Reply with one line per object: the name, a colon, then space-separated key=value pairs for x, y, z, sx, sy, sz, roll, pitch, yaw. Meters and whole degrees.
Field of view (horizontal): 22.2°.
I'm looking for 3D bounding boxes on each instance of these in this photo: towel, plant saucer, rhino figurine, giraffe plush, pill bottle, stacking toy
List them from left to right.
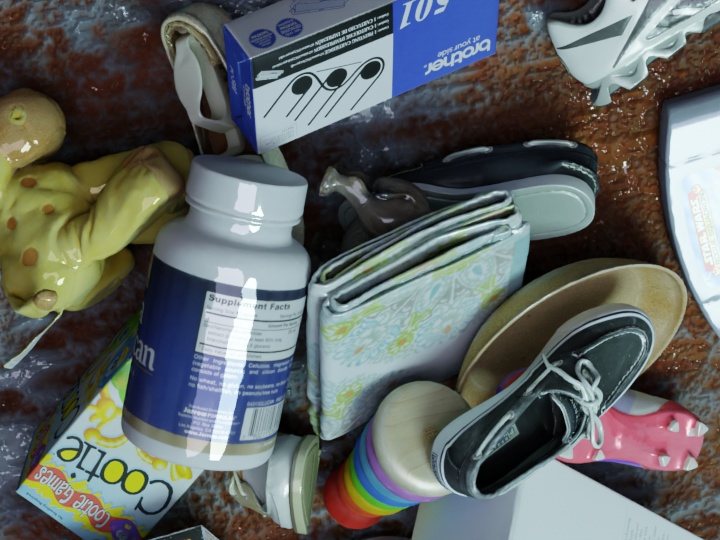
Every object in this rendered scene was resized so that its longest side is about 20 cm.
giraffe plush: x=-0.234 y=-0.056 z=1.318 sx=0.162 sy=0.173 sz=0.200 roll=46 pitch=72 yaw=3
pill bottle: x=-0.096 y=0.027 z=1.271 sx=0.110 sy=0.111 sz=0.201 roll=11 pitch=102 yaw=-6
rhino figurine: x=0.000 y=0.000 z=1.372 sx=0.087 sy=0.060 sz=0.201 roll=21 pitch=138 yaw=4
stacking toy: x=0.018 y=0.154 z=1.400 sx=0.085 sy=0.086 sz=0.200 roll=24 pitch=152 yaw=-10
towel: x=0.038 y=0.032 z=1.338 sx=0.170 sy=0.048 sz=0.200 roll=-25 pitch=150 yaw=-16
plant saucer: x=0.152 y=0.053 z=1.390 sx=0.199 sy=0.036 sz=0.201 roll=-21 pitch=146 yaw=-15

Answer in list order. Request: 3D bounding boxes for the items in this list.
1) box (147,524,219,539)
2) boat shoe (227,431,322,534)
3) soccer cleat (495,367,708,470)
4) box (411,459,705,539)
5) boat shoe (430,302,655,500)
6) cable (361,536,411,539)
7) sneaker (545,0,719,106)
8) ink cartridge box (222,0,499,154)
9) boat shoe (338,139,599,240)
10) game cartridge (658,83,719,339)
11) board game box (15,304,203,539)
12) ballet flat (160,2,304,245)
box: x=-0.158 y=0.254 z=1.429 sx=0.136 sy=0.200 sz=0.040 roll=-16 pitch=68 yaw=4
boat shoe: x=-0.067 y=0.155 z=1.381 sx=0.068 sy=0.200 sz=0.075 roll=9 pitch=83 yaw=0
soccer cleat: x=0.176 y=0.113 z=1.404 sx=0.199 sy=0.076 sz=0.067 roll=13 pitch=94 yaw=-30
box: x=0.153 y=0.225 z=1.414 sx=0.199 sy=0.098 sz=0.124 roll=29 pitch=151 yaw=-27
boat shoe: x=0.141 y=0.093 z=1.299 sx=0.199 sy=0.068 sz=0.074 roll=-30 pitch=108 yaw=-20
cable: x=0.015 y=0.314 z=1.505 sx=0.199 sy=0.069 sz=0.201 roll=-4 pitch=114 yaw=-5
sneaker: x=0.220 y=-0.212 z=1.315 sx=0.200 sy=0.074 sz=0.089 roll=-39 pitch=109 yaw=12
ink cartridge box: x=0.004 y=-0.162 z=1.282 sx=0.199 sy=0.044 sz=0.094 roll=-25 pitch=145 yaw=-18
boat shoe: x=0.082 y=-0.057 z=1.375 sx=0.199 sy=0.061 sz=0.076 roll=-1 pitch=136 yaw=18
game cartridge: x=0.300 y=-0.047 z=1.402 sx=0.132 sy=0.042 sz=0.201 roll=-18 pitch=111 yaw=0
board game box: x=-0.159 y=0.106 z=1.407 sx=0.105 sy=0.103 sz=0.200 roll=37 pitch=105 yaw=-14
ballet flat: x=-0.099 y=-0.094 z=1.325 sx=0.067 sy=0.062 sz=0.201 roll=-21 pitch=89 yaw=30
